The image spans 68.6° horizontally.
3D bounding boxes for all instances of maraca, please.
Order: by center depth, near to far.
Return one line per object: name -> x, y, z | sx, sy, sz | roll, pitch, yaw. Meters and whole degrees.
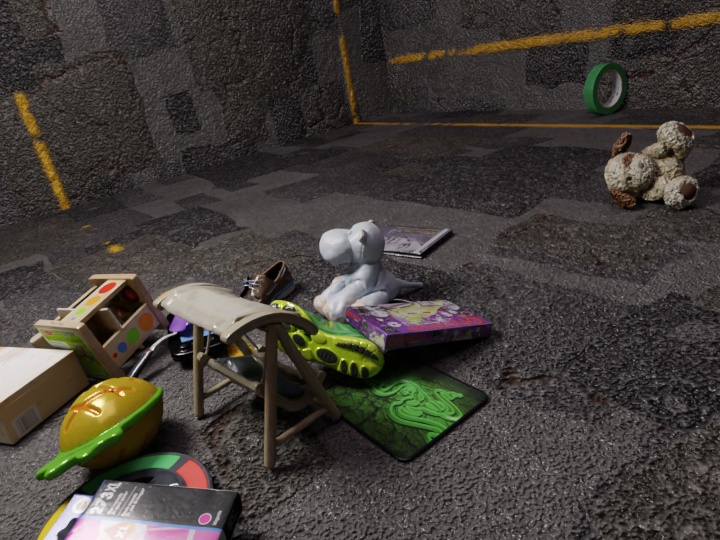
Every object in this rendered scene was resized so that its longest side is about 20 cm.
maraca -> -0.328, 0.204, 0.682 | 0.137, 0.107, 0.200 | -30, 8, 3

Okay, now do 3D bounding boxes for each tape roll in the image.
tape roll -> 1.000, -0.741, 2.156 | 0.200, 0.201, 0.048 | -21, 24, -22

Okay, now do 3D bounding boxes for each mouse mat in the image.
mouse mat -> 0.052, 0.174, 0.730 | 0.161, 0.008, 0.200 | -26, 28, -31

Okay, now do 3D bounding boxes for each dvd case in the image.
dvd case -> 0.099, -0.074, 1.264 | 0.199, 0.016, 0.149 | 9, 30, 38

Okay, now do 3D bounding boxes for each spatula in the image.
spatula -> -0.353, 0.131, 0.921 | 0.056, 0.021, 0.200 | -5, 40, 40

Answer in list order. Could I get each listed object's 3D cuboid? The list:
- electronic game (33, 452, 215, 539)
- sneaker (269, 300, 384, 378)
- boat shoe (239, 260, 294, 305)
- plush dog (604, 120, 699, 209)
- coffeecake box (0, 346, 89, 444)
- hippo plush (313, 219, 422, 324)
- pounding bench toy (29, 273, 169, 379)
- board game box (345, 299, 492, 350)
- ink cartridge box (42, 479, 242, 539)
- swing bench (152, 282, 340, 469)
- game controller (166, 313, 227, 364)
electronic game -> -0.261, 0.278, 0.586 | 0.199, 0.042, 0.200 | -10, 23, 4
sneaker -> -0.056, 0.108, 0.799 | 0.199, 0.074, 0.084 | 24, -1, 14
boat shoe -> -0.207, 0.043, 1.060 | 0.072, 0.073, 0.200 | 0, 25, 25
plush dog -> 0.651, -0.226, 1.214 | 0.171, 0.201, 0.160 | 1, -9, 5
coffeecake box -> -0.591, 0.199, 0.874 | 0.199, 0.073, 0.154 | -1, 25, 22
hippo plush -> 0.000, 0.000, 0.954 | 0.199, 0.162, 0.159 | -6, 23, 13
pounding bench toy -> -0.483, 0.092, 0.964 | 0.199, 0.125, 0.156 | -1, 38, 29
board game box -> 0.091, 0.081, 0.824 | 0.199, 0.032, 0.120 | -2, 21, -31
ink cartridge box -> -0.229, 0.263, 0.530 | 0.199, 0.037, 0.095 | -1, 29, 10
swing bench -> -0.151, 0.115, 0.705 | 0.129, 0.201, 0.198 | -29, 28, -36
game controller -> -0.305, 0.109, 0.987 | 0.104, 0.042, 0.200 | -23, 26, -14
